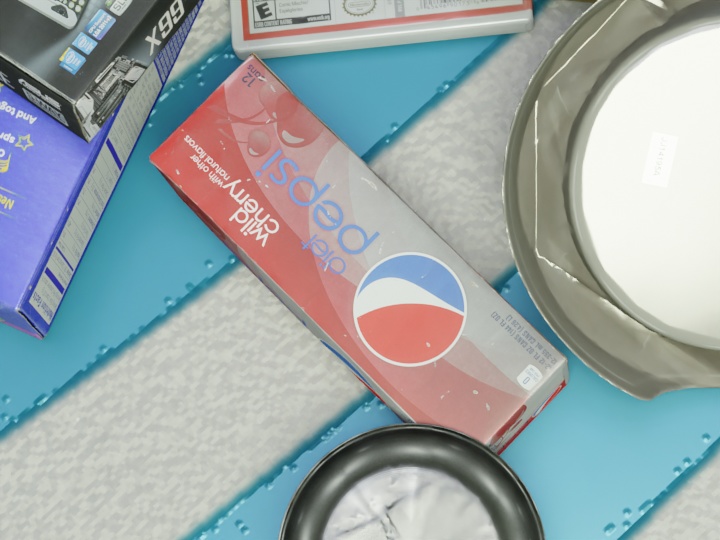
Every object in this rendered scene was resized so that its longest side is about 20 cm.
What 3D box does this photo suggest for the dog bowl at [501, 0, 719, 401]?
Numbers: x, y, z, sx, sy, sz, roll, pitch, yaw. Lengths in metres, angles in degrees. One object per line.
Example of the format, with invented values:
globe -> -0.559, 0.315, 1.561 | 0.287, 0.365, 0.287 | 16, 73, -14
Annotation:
dog bowl -> 0.160, -0.040, 0.968 | 0.198, 0.059, 0.202 | 1, 101, 3

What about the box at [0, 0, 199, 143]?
box -> -0.123, -0.181, 0.988 | 0.157, 0.050, 0.200 | 34, 76, 12

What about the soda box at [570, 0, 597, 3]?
soda box -> 0.144, -0.158, 1.015 | 0.198, 0.064, 0.068 | 6, 78, 0

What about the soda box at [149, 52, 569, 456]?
soda box -> 0.000, 0.000, 1.004 | 0.070, 0.063, 0.200 | -45, 77, -3

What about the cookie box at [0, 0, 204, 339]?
cookie box -> -0.183, -0.095, 1.036 | 0.170, 0.075, 0.201 | 23, 80, 9

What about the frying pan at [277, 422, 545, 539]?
frying pan -> 0.015, 0.157, 0.930 | 0.114, 0.031, 0.192 | 8, 80, 4

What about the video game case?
video game case -> 0.004, -0.204, 1.072 | 0.142, 0.017, 0.202 | -5, 78, 4
